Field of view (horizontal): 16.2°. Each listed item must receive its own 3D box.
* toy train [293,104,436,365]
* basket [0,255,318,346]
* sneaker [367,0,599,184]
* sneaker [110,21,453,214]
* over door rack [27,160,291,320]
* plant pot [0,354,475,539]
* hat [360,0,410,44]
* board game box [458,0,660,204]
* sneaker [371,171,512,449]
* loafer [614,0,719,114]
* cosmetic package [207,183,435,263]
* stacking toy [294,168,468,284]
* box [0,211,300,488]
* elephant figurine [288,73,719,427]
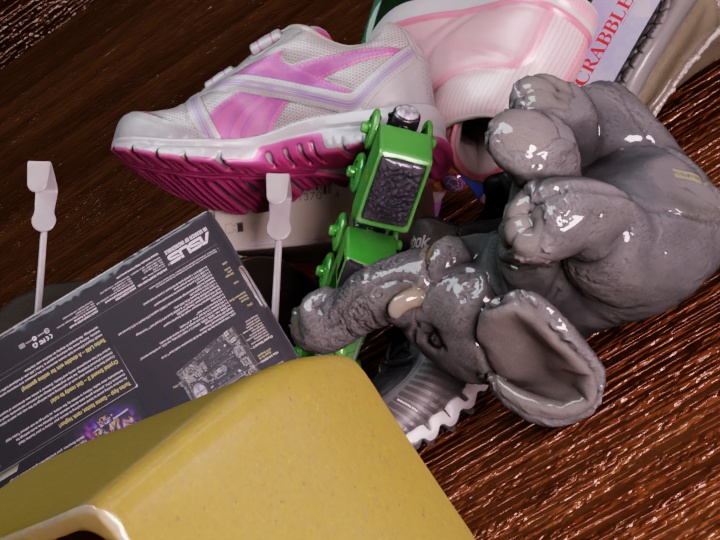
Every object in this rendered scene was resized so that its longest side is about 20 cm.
[{"bbox_3d":[0.000,0.000,1.360,0.057,0.042,0.200,-90,14,-52],"label":"toy train"},{"bbox_3d":[-0.116,0.061,1.558,0.180,0.137,0.200,-11,-1,-44],"label":"basket"},{"bbox_3d":[0.052,-0.098,1.457,0.200,0.075,0.105,-10,55,58],"label":"sneaker"},{"bbox_3d":[-0.043,-0.089,1.413,0.199,0.081,0.089,-4,67,17],"label":"sneaker"},{"bbox_3d":[-0.111,0.046,1.389,0.147,0.201,0.067,2,-8,0],"label":"over door rack"},{"bbox_3d":[-0.061,0.145,1.108,0.194,0.196,0.200,-23,16,44],"label":"plant pot"},{"bbox_3d":[0.085,-0.133,1.844,0.166,0.175,0.201,-70,-3,-58],"label":"hat"},{"bbox_3d":[0.107,-0.155,1.539,0.200,0.041,0.200,-61,24,13],"label":"board game box"},{"bbox_3d":[0.045,0.020,1.377,0.200,0.091,0.066,-46,16,-23],"label":"sneaker"},{"bbox_3d":[0.199,-0.147,1.514,0.200,0.070,0.075,-57,21,-5],"label":"loafer"},{"bbox_3d":[-0.022,-0.053,1.544,0.103,0.088,0.200,-6,-4,10],"label":"cosmetic package"},{"bbox_3d":[0.016,-0.059,1.682,0.199,0.116,0.110,-11,35,32],"label":"stacking toy"},{"bbox_3d":[-0.121,0.088,1.312,0.200,0.161,0.044,-32,-19,-4],"label":"box"},{"bbox_3d":[0.085,0.008,1.277,0.141,0.155,0.200,-8,-39,-41],"label":"elephant figurine"}]
